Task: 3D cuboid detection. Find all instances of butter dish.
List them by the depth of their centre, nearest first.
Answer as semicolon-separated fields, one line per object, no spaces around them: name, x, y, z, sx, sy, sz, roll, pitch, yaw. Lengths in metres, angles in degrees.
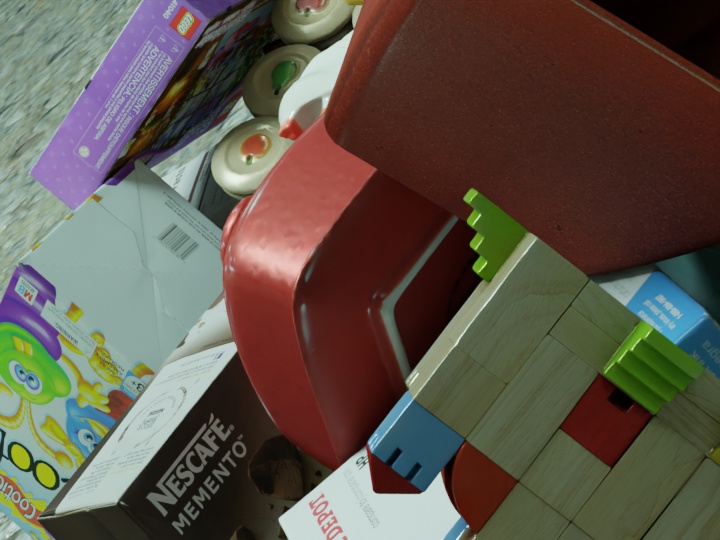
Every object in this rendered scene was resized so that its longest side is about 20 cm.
butter dish;0.000;0.000;1.367;0.147;0.200;0.200;15;52;32

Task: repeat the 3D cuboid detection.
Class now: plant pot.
plant pot;0.096;-0.114;1.220;0.176;0.200;0.200;-45;21;48

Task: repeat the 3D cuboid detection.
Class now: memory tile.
memory tile;0.027;-0.094;1.503;0.199;0.017;0.154;4;56;27

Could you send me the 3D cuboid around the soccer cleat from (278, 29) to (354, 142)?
soccer cleat;0.042;-0.102;1.426;0.200;0.069;0.078;-12;42;39

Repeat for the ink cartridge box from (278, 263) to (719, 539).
ink cartridge box;0.074;0.092;1.232;0.200;0.084;0.145;-41;18;1

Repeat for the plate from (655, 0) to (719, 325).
plate;0.187;-0.069;1.297;0.200;0.026;0.201;-14;64;31

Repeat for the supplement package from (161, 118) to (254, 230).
supplement package;-0.012;-0.033;1.636;0.200;0.117;0.117;-33;20;22

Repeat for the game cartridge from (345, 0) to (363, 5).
game cartridge;0.106;-0.178;1.509;0.199;0.033;0.176;1;23;14

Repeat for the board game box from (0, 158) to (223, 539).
board game box;-0.140;0.053;1.577;0.103;0.105;0.200;-45;-9;-37

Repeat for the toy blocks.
toy blocks;0.080;0.085;1.104;0.137;0.200;0.100;-52;6;2

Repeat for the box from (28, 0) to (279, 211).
box;-0.091;-0.117;1.594;0.137;0.039;0.200;-53;-6;27

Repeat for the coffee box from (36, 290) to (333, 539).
coffee box;-0.049;0.086;1.445;0.080;0.113;0.200;-15;30;53

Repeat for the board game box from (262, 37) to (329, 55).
board game box;0.044;-0.142;1.586;0.199;0.019;0.103;-26;22;3
